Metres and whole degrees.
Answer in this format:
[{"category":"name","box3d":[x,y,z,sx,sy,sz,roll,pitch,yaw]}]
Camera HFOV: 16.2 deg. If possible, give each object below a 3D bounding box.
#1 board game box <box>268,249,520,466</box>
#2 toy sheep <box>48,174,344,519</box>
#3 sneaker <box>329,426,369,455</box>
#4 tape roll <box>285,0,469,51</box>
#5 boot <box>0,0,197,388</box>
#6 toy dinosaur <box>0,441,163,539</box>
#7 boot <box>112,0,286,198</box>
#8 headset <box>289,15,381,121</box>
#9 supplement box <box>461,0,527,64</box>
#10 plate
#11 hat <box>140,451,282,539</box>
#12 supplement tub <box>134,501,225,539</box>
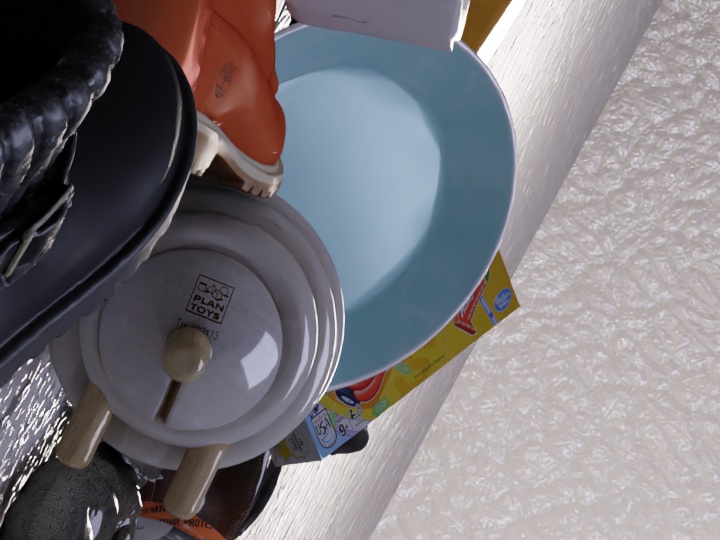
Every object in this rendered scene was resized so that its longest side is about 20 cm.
[{"category":"board game box","box3d":[0.000,0.000,1.348,0.034,0.135,0.200,-11,-164,40]},{"category":"toy sheep","box3d":[-0.070,0.025,1.055,0.138,0.138,0.200,-64,-170,7]},{"category":"sneaker","box3d":[0.007,0.004,1.436,0.080,0.086,0.201,85,6,-67]},{"category":"tape roll","box3d":[0.023,-0.191,0.983,0.202,0.071,0.203,11,90,-88]},{"category":"boot","box3d":[-0.103,-0.046,0.753,0.211,0.079,0.158,-57,170,-42]},{"category":"toy dinosaur","box3d":[-0.142,0.126,1.197,0.200,0.077,0.103,-46,143,-46]},{"category":"boot","box3d":[-0.056,-0.090,0.986,0.200,0.075,0.108,29,83,-82]},{"category":"headset","box3d":[0.008,-0.094,1.263,0.123,0.094,0.201,-34,134,-66]},{"category":"supplement box","box3d":[0.063,-0.168,1.586,0.200,0.066,0.069,-57,170,-41]},{"category":"plate","box3d":[-0.017,-0.034,1.208,0.026,0.200,0.201,45,-64,52]},{"category":"hat","box3d":[-0.082,0.098,1.419,0.201,0.081,0.201,-62,174,-12]},{"category":"supplement tub","box3d":[-0.136,0.213,1.269,0.200,0.122,0.123,-58,171,-50]}]
